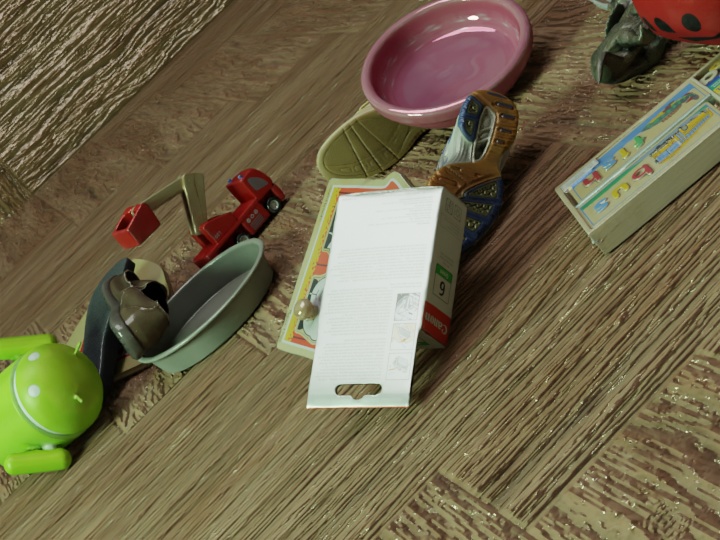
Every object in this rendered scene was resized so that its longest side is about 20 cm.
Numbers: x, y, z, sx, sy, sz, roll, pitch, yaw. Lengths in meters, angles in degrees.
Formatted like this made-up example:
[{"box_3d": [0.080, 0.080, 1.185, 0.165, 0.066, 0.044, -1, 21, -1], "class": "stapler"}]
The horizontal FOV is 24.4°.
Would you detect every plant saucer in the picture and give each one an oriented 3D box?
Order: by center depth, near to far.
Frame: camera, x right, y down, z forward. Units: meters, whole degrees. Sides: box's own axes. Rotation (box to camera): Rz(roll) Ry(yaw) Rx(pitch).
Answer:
[{"box_3d": [0.101, -0.228, 1.862, 0.200, 0.051, 0.201, -16, 42, 15], "class": "plant saucer"}]

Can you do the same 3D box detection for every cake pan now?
[{"box_3d": [-0.177, 0.045, 1.944, 0.200, 0.037, 0.200, -38, 18, 15], "class": "cake pan"}]

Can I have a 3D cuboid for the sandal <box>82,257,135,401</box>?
[{"box_3d": [-0.310, 0.080, 2.064, 0.076, 0.043, 0.200, -23, 50, 48], "class": "sandal"}]

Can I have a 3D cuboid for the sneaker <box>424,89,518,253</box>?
[{"box_3d": [0.101, -0.076, 1.610, 0.088, 0.075, 0.200, 111, -175, -59], "class": "sneaker"}]

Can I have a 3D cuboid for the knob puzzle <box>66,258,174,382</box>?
[{"box_3d": [-0.301, 0.070, 2.121, 0.220, 0.030, 0.220, -33, 36, 28], "class": "knob puzzle"}]

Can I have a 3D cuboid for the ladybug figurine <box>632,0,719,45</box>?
[{"box_3d": [0.300, -0.238, 1.460, 0.200, 0.135, 0.072, -118, 39, -83], "class": "ladybug figurine"}]

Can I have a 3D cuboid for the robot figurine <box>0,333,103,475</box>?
[{"box_3d": [-0.381, 0.161, 1.969, 0.200, 0.116, 0.176, -36, 53, 38], "class": "robot figurine"}]

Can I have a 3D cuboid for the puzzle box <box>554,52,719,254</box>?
[{"box_3d": [0.257, -0.104, 1.383, 0.200, 0.025, 0.133, -40, 19, 7], "class": "puzzle box"}]

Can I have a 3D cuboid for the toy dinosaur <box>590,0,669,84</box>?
[{"box_3d": [0.259, -0.215, 1.590, 0.102, 0.077, 0.200, -41, 19, 47], "class": "toy dinosaur"}]

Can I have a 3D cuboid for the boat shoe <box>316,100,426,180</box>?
[{"box_3d": [0.033, -0.172, 1.951, 0.200, 0.074, 0.069, -34, 15, -4], "class": "boat shoe"}]

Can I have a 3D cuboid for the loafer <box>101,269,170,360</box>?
[{"box_3d": [-0.252, 0.046, 1.949, 0.071, 0.073, 0.200, -32, 23, -1], "class": "loafer"}]

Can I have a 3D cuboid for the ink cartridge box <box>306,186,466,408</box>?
[{"box_3d": [0.023, 0.030, 1.446, 0.109, 0.050, 0.200, -3, 68, 32], "class": "ink cartridge box"}]

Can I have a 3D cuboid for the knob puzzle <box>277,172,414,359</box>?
[{"box_3d": [0.000, 0.000, 1.544, 0.220, 0.030, 0.220, -28, 51, 41], "class": "knob puzzle"}]

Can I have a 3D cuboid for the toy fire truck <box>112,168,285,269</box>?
[{"box_3d": [-0.200, -0.072, 2.090, 0.200, 0.141, 0.049, -52, 20, -26], "class": "toy fire truck"}]
